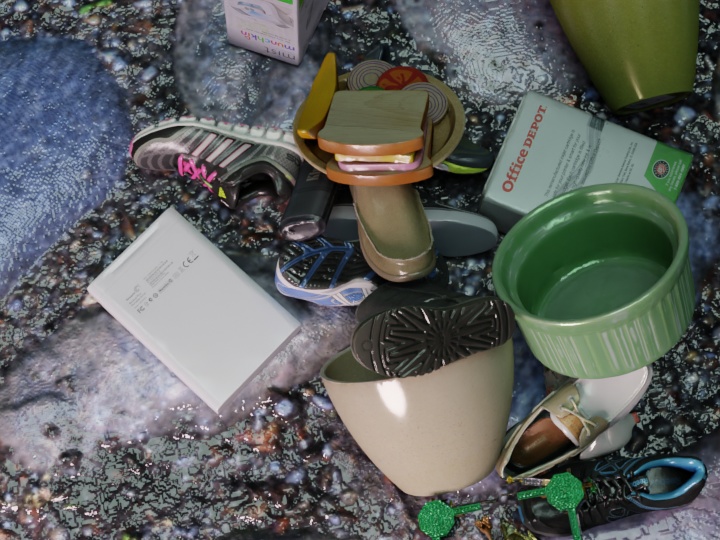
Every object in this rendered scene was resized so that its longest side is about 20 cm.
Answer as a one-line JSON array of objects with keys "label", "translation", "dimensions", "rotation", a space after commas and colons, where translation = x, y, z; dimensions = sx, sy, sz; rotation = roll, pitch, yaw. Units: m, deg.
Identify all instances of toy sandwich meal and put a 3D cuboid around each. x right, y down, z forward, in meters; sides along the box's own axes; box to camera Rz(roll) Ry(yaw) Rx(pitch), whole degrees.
[{"label": "toy sandwich meal", "translation": [0.016, -0.165, 1.547], "dimensions": [0.204, 0.070, 0.206], "rotation": [-3, 46, 3]}]

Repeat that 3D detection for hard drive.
[{"label": "hard drive", "translation": [-0.181, 0.041, 1.607], "dimensions": [0.200, 0.027, 0.132], "rotation": [41, 74, 13]}]

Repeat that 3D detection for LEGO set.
[{"label": "LEGO set", "translation": [0.156, 0.284, 1.488], "dimensions": [0.199, 0.116, 0.155], "rotation": [-21, 74, 8]}]

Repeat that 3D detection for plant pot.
[{"label": "plant pot", "translation": [0.307, -0.285, 1.670], "dimensions": [0.186, 0.187, 0.201], "rotation": [-12, 86, -6]}]

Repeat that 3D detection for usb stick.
[{"label": "usb stick", "translation": [-0.044, -0.100, 1.604], "dimensions": [0.055, 0.033, 0.200], "rotation": [-14, 33, 23]}]

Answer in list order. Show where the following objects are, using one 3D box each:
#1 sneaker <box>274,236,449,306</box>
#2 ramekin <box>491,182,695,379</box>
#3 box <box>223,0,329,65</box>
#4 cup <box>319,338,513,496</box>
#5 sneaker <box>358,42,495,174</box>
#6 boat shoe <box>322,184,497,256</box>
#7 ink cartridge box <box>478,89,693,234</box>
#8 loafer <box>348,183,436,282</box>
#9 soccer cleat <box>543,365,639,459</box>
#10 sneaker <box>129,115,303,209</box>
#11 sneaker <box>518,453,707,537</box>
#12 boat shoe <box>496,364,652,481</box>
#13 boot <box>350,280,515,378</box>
[{"label": "sneaker", "translation": [0.000, 0.000, 1.604], "dimensions": [0.199, 0.077, 0.076], "rotation": [5, 70, -18]}, {"label": "ramekin", "translation": [0.240, 0.014, 1.483], "dimensions": [0.199, 0.098, 0.201], "rotation": [-16, 39, 14]}, {"label": "box", "translation": [-0.077, -0.367, 1.674], "dimensions": [0.096, 0.177, 0.201], "rotation": [18, 71, 5]}, {"label": "cup", "translation": [0.073, 0.144, 1.507], "dimensions": [0.199, 0.200, 0.144], "rotation": [-17, 101, -7]}, {"label": "sneaker", "translation": [0.070, -0.178, 1.650], "dimensions": [0.200, 0.074, 0.081], "rotation": [35, 114, 9]}, {"label": "boat shoe", "translation": [0.053, -0.063, 1.633], "dimensions": [0.199, 0.070, 0.067], "rotation": [3, 58, 7]}, {"label": "ink cartridge box", "translation": [0.245, -0.090, 1.633], "dimensions": [0.199, 0.083, 0.147], "rotation": [24, 72, 6]}, {"label": "loafer", "translation": [0.025, -0.070, 1.554], "dimensions": [0.076, 0.068, 0.201], "rotation": [-18, 49, -7]}, {"label": "soccer cleat", "translation": [0.220, 0.105, 1.575], "dimensions": [0.077, 0.069, 0.201], "rotation": [-27, 76, -7]}, {"label": "sneaker", "translation": [-0.158, -0.114, 1.636], "dimensions": [0.199, 0.074, 0.088], "rotation": [4, 64, -5]}, {"label": "sneaker", "translation": [0.260, 0.222, 1.525], "dimensions": [0.199, 0.082, 0.074], "rotation": [-13, 73, -5]}, {"label": "boat shoe", "translation": [0.219, 0.151, 1.503], "dimensions": [0.075, 0.068, 0.200], "rotation": [44, 112, 0]}, {"label": "boot", "translation": [0.040, 0.048, 1.466], "dimensions": [0.181, 0.200, 0.073], "rotation": [-5, 103, -24]}]
